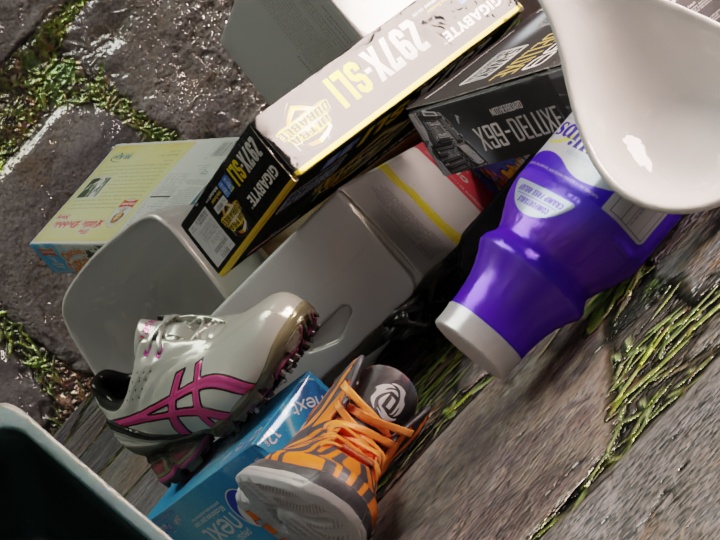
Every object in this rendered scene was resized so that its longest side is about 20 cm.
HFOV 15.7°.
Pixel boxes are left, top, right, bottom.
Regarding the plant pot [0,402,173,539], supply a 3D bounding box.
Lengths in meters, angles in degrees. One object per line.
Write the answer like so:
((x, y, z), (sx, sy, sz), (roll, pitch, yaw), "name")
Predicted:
((-0.182, 0.216, 1.456), (0.196, 0.196, 0.200), (-50, -3, -9), "plant pot")

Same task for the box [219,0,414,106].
((0.008, -0.189, 1.740), (0.152, 0.106, 0.200), (-36, -7, -21), "box")

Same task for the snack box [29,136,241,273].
((-0.165, -0.049, 2.020), (0.116, 0.037, 0.200), (-51, 27, -23), "snack box")

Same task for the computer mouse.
((0.097, -0.023, 1.613), (0.200, 0.046, 0.140), (-48, -6, 3), "computer mouse")

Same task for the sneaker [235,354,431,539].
((-0.010, 0.096, 1.444), (0.112, 0.078, 0.200), (-51, 7, -11), "sneaker")

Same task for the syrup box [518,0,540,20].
((0.161, -0.218, 1.715), (0.079, 0.081, 0.200), (-52, 12, -19), "syrup box")

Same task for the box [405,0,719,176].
((0.146, -0.135, 1.531), (0.200, 0.050, 0.158), (-39, 16, -35), "box")

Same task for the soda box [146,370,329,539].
((-0.066, 0.135, 1.648), (0.068, 0.064, 0.200), (-52, 8, -32), "soda box")

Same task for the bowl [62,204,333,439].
((-0.108, 0.054, 1.869), (0.075, 0.200, 0.200), (-32, -5, -39), "bowl")

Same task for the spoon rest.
((0.129, -0.107, 1.298), (0.099, 0.200, 0.061), (-41, -31, -1), "spoon rest")

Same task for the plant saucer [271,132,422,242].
((0.007, -0.079, 1.823), (0.200, 0.035, 0.200), (-40, -8, -7), "plant saucer")

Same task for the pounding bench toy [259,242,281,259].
((-0.108, 0.010, 2.075), (0.124, 0.156, 0.200), (-50, 27, -22), "pounding bench toy")

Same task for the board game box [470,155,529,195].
((0.165, -0.138, 1.779), (0.200, 0.045, 0.134), (-50, 7, -13), "board game box")

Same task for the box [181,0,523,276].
((-0.006, -0.094, 1.601), (0.200, 0.049, 0.160), (-38, -7, -28), "box")

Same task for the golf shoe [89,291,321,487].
((-0.102, 0.062, 1.630), (0.200, 0.092, 0.073), (-41, 8, 45), "golf shoe")

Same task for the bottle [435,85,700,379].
((0.119, -0.034, 1.346), (0.200, 0.065, 0.084), (-49, 37, -6), "bottle")

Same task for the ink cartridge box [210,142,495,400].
((0.000, 0.000, 1.742), (0.145, 0.083, 0.200), (-45, -4, 23), "ink cartridge box")
